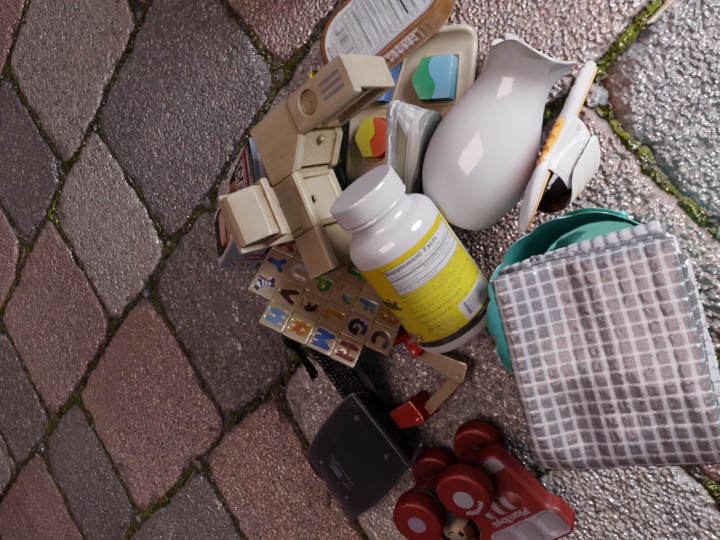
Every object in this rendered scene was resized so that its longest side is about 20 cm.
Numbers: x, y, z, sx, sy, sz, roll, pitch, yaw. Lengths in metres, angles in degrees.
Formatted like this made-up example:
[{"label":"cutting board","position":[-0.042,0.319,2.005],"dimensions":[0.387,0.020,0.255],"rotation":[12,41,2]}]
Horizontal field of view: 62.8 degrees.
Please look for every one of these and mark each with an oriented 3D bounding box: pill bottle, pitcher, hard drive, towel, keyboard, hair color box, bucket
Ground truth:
[{"label":"pill bottle","position":[0.057,-0.014,0.657],"dimensions":[0.111,0.112,0.200],"rotation":[-24,114,34]},{"label":"pitcher","position":[0.145,-0.162,0.673],"dimensions":[0.120,0.172,0.201],"rotation":[17,118,-8]},{"label":"hard drive","position":[-0.002,0.267,0.860],"dimensions":[0.135,0.042,0.200],"rotation":[49,136,19]},{"label":"towel","position":[0.215,0.072,0.521],"dimensions":[0.165,0.085,0.202],"rotation":[-16,89,34]},{"label":"keyboard","position":[-0.046,0.136,0.839],"dimensions":[0.126,0.021,0.201],"rotation":[5,137,37]},{"label":"hair color box","position":[-0.162,-0.092,0.876],"dimensions":[0.200,0.060,0.100],"rotation":[-47,47,51]},{"label":"bucket","position":[0.247,0.035,0.626],"dimensions":[0.206,0.134,0.209],"rotation":[5,99,33]}]

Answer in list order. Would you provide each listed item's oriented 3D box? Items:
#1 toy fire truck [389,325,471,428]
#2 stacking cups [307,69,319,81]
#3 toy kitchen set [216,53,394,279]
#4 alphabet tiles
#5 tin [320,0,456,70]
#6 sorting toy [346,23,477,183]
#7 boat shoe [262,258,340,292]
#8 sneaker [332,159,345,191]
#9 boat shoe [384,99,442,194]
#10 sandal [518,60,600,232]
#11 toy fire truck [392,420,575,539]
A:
[{"label":"toy fire truck","position":[0.101,0.110,0.789],"dimensions":[0.200,0.049,0.142],"rotation":[-38,76,31]},{"label":"stacking cups","position":[-0.110,-0.204,0.877],"dimensions":[0.200,0.060,0.061],"rotation":[-41,75,31]},{"label":"toy kitchen set","position":[-0.046,-0.107,0.671],"dimensions":[0.180,0.163,0.201],"rotation":[-25,87,42]},{"label":"alphabet tiles","position":[-0.035,0.025,0.767],"dimensions":[0.199,0.167,0.006],"rotation":[25,155,5]},{"label":"tin","position":[0.032,-0.321,0.756],"dimensions":[0.199,0.042,0.113],"rotation":[-35,70,23]},{"label":"sorting toy","position":[0.058,-0.210,0.777],"dimensions":[0.184,0.036,0.202],"rotation":[8,101,33]},{"label":"boat shoe","position":[-0.089,0.027,0.867],"dimensions":[0.200,0.071,0.077],"rotation":[26,127,58]},{"label":"sneaker","position":[-0.055,-0.131,0.843],"dimensions":[0.072,0.082,0.202],"rotation":[31,112,45]},{"label":"boat shoe","position":[0.053,-0.113,0.748],"dimensions":[0.064,0.074,0.203],"rotation":[27,136,23]},{"label":"sandal","position":[0.225,-0.129,0.615],"dimensions":[0.059,0.079,0.208],"rotation":[24,75,13]},{"label":"toy fire truck","position":[0.148,0.308,0.761],"dimensions":[0.168,0.112,0.200],"rotation":[45,121,-1]}]
